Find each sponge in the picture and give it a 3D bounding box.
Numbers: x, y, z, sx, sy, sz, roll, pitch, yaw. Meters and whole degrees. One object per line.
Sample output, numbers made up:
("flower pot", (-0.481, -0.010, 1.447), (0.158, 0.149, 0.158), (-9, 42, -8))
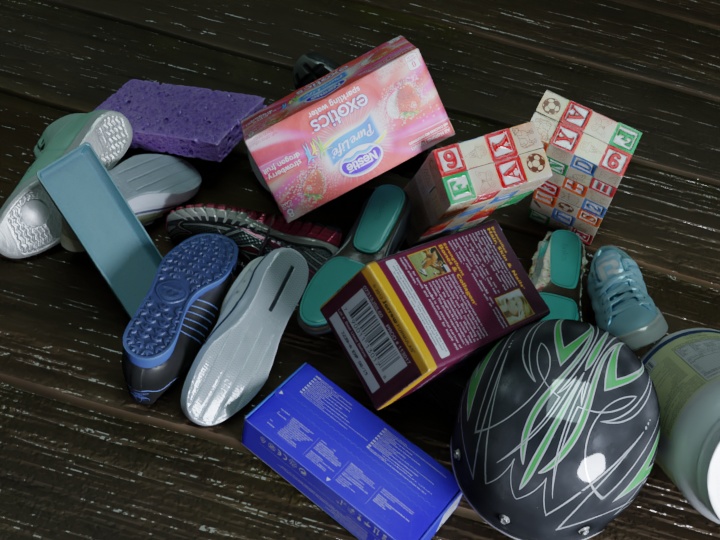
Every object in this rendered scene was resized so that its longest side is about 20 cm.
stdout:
("sponge", (-0.222, -0.181, 1.223), (0.197, 0.030, 0.112), (11, 42, 23))

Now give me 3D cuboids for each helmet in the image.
("helmet", (0.176, 0.144, 0.927), (0.197, 0.191, 0.203), (-2, 79, 11))

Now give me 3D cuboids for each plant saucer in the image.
("plant saucer", (-0.249, -0.027, 1.042), (0.070, 0.019, 0.202), (-41, 107, -39))

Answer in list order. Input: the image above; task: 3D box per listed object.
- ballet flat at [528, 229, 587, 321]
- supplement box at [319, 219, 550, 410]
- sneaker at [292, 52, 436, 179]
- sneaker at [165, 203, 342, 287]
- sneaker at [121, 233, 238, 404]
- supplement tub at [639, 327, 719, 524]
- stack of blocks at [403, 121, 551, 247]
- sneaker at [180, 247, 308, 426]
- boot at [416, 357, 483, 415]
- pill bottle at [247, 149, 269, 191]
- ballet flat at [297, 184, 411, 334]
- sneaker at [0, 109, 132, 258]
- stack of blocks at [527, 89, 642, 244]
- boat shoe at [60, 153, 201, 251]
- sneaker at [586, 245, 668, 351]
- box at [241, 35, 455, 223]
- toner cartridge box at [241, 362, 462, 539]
("ballet flat", (0.208, 0.040, 1.128), (0.075, 0.064, 0.201), (21, 49, 9))
("supplement box", (0.074, 0.037, 0.970), (0.199, 0.086, 0.111), (-19, 73, -45))
("sneaker", (0.008, -0.184, 1.165), (0.199, 0.075, 0.080), (36, 46, -22))
("sneaker", (-0.122, -0.029, 1.118), (0.197, 0.076, 0.081), (11, 3, 13))
("sneaker", (-0.183, 0.045, 1.031), (0.069, 0.079, 0.201), (21, 43, 8))
("supplement tub", (0.341, 0.147, 0.949), (0.143, 0.147, 0.200), (7, 13, -5))
("stack of blocks", (0.117, -0.089, 1.122), (0.114, 0.200, 0.059), (-17, 83, -13))
("sneaker", (-0.119, 0.068, 1.031), (0.073, 0.071, 0.201), (41, 64, -20))
("boot", (0.082, 0.032, 1.085), (0.164, 0.065, 0.201), (37, 48, -16))
("pill bottle", (-0.033, -0.165, 1.233), (0.199, 0.113, 0.112), (-28, 58, -32))
("ballet flat", (0.000, 0.000, 1.085), (0.072, 0.073, 0.201), (25, 61, 12))
("sneaker", (-0.347, -0.097, 1.147), (0.117, 0.074, 0.201), (10, 56, 49))
("stack of blocks", (0.240, -0.112, 1.179), (0.114, 0.200, 0.059), (26, 73, 12))
("boat shoe", (-0.257, -0.077, 1.133), (0.072, 0.062, 0.199), (43, 35, 15))
("sneaker", (0.271, 0.026, 1.094), (0.073, 0.083, 0.200), (-28, 11, 11))
("box", (-0.015, -0.148, 1.068), (0.198, 0.103, 0.095), (-27, 22, 2))
("toner cartridge box", (-0.008, 0.181, 0.963), (0.199, 0.043, 0.095), (35, 49, 20))
